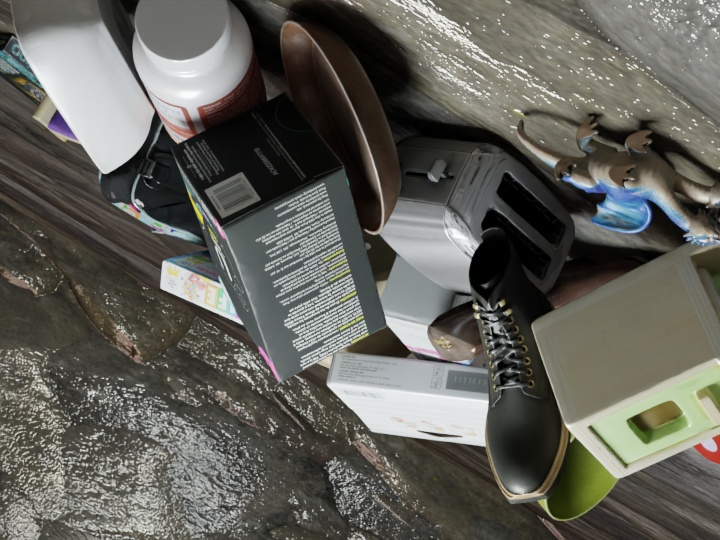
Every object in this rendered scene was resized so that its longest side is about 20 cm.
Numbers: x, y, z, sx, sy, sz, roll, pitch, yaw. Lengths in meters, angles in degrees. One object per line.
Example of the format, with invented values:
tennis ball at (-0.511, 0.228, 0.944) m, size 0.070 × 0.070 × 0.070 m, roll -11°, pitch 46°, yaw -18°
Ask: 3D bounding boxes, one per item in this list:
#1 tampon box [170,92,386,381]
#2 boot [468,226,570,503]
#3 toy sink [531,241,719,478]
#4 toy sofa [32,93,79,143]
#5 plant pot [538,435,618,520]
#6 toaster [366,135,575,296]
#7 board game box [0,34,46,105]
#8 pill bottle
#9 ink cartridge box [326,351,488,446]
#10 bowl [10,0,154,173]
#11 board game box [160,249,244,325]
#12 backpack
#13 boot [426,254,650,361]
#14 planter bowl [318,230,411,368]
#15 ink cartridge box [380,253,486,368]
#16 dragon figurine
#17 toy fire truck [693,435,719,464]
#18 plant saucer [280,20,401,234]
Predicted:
tampon box at (-0.076, -0.031, 1.190) m, size 0.150 × 0.125 × 0.202 m, roll 52°, pitch 163°, yaw 47°
boot at (0.122, 0.079, 1.060) m, size 0.076 × 0.202 × 0.139 m, roll -14°, pitch 139°, yaw 19°
toy sink at (0.264, 0.071, 1.031) m, size 0.130 × 0.198 × 0.113 m, roll 43°, pitch -156°, yaw -50°
toy sofa at (-0.336, -0.203, 1.623) m, size 0.198 × 0.084 × 0.098 m, roll 21°, pitch 167°, yaw 33°
plant pot at (0.262, 0.218, 1.781) m, size 0.200 × 0.188 × 0.187 m, roll 38°, pitch 176°, yaw 40°
toaster at (0.111, -0.043, 1.182) m, size 0.199 × 0.115 × 0.128 m, roll 39°, pitch 162°, yaw -33°
board game box at (-0.452, -0.263, 1.769) m, size 0.134 × 0.028 × 0.200 m, roll 15°, pitch 161°, yaw 47°
pill bottle at (-0.151, -0.193, 1.179) m, size 0.111 × 0.113 × 0.200 m, roll 27°, pitch 167°, yaw 9°
ink cartridge box at (0.081, 0.151, 1.435) m, size 0.197 × 0.044 × 0.174 m, roll 5°, pitch 158°, yaw 21°
bowl at (-0.265, -0.222, 1.222) m, size 0.201 × 0.074 × 0.202 m, roll 65°, pitch -176°, yaw -48°
board game box at (-0.101, 0.022, 1.363) m, size 0.198 × 0.035 × 0.134 m, roll 21°, pitch -159°, yaw 33°
backpack at (-0.180, -0.119, 1.395) m, size 0.199 × 0.180 × 0.150 m, roll 26°, pitch 175°, yaw -38°
boot at (0.173, 0.043, 1.200) m, size 0.186 × 0.198 × 0.065 m, roll 3°, pitch 110°, yaw 67°
planter bowl at (0.000, 0.000, 1.469) m, size 0.198 × 0.201 × 0.135 m, roll 28°, pitch 146°, yaw 6°
ink cartridge box at (0.108, 0.029, 1.383) m, size 0.084 × 0.146 × 0.200 m, roll 12°, pitch 161°, yaw 26°
dragon figurine at (0.206, -0.068, 0.989) m, size 0.199 × 0.059 × 0.099 m, roll 14°, pitch 160°, yaw 47°
toy fire truck at (0.369, 0.093, 1.200) m, size 0.169 × 0.112 × 0.199 m, roll 58°, pitch 158°, yaw -15°
plant saucer at (-0.014, -0.131, 1.107) m, size 0.202 × 0.034 × 0.201 m, roll 59°, pitch 165°, yaw 26°
